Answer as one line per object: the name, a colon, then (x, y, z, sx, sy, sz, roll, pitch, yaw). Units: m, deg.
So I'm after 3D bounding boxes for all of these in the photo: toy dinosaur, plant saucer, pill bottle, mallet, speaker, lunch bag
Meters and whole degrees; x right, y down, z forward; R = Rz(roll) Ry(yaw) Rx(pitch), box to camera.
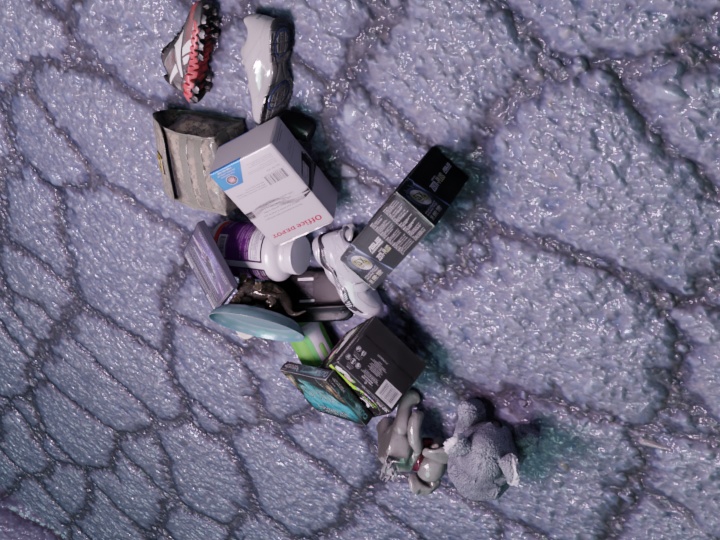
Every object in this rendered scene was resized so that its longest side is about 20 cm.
toy dinosaur: (-0.189, 0.047, 1.640, 0.197, 0.102, 0.078, 2, 89, 21)
plant saucer: (-0.204, 0.103, 1.650, 0.197, 0.028, 0.200, 11, 163, 3)
pill bottle: (-0.201, -0.039, 1.660, 0.197, 0.113, 0.114, 6, 126, 29)
mallet: (-0.120, -0.205, 1.540, 0.065, 0.041, 0.202, 21, 137, 14)
speaker: (-0.096, 0.174, 1.774, 0.087, 0.089, 0.202, -7, 119, 36)
lunch bag: (-0.322, -0.215, 1.601, 0.197, 0.118, 0.166, 14, 125, 27)

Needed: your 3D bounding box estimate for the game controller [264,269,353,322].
game controller: (-0.106, 0.052, 1.679, 0.197, 0.042, 0.106, -3, 84, 18)

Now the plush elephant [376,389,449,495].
plush elephant: (0.124, 0.382, 1.751, 0.153, 0.201, 0.166, 24, 128, -11)

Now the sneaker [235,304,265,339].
sneaker: (-0.185, 0.065, 1.766, 0.199, 0.084, 0.075, -37, 88, 20)

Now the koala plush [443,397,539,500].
koala plush: (0.240, 0.354, 1.576, 0.175, 0.186, 0.200, 25, 173, 11)

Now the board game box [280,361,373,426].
board game box: (-0.072, 0.247, 1.676, 0.136, 0.028, 0.199, 51, 156, -21)

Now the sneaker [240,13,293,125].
sneaker: (-0.168, -0.352, 1.442, 0.086, 0.074, 0.202, 29, 128, 26)

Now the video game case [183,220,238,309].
video game case: (-0.302, -0.004, 1.654, 0.144, 0.019, 0.200, 61, 154, 4)

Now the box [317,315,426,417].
box: (0.013, 0.200, 1.653, 0.148, 0.125, 0.200, 43, 158, -4)

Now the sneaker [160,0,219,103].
sneaker: (-0.311, -0.401, 1.483, 0.097, 0.071, 0.202, 29, 135, 7)

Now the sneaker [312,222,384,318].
sneaker: (0.000, 0.000, 1.586, 0.114, 0.075, 0.201, -27, 103, 45)

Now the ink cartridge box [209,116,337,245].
ink cartridge box: (-0.153, -0.157, 1.502, 0.143, 0.085, 0.200, -20, 130, 26)

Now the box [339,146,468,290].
box: (0.073, -0.088, 1.412, 0.086, 0.164, 0.200, 40, 135, -2)
